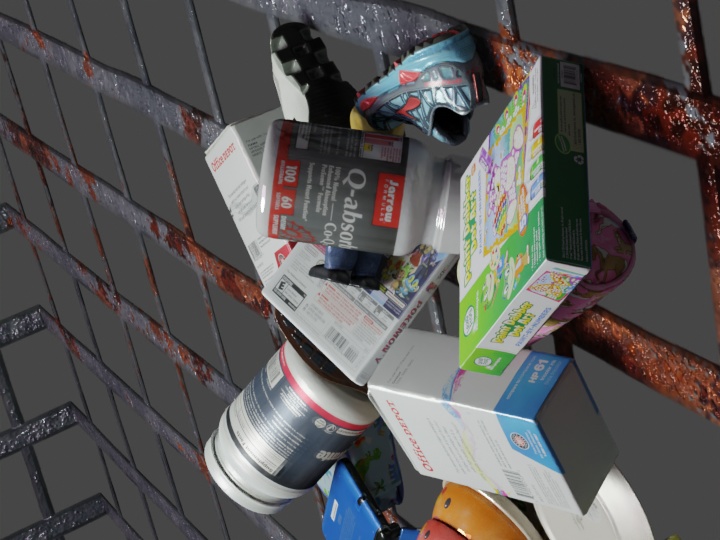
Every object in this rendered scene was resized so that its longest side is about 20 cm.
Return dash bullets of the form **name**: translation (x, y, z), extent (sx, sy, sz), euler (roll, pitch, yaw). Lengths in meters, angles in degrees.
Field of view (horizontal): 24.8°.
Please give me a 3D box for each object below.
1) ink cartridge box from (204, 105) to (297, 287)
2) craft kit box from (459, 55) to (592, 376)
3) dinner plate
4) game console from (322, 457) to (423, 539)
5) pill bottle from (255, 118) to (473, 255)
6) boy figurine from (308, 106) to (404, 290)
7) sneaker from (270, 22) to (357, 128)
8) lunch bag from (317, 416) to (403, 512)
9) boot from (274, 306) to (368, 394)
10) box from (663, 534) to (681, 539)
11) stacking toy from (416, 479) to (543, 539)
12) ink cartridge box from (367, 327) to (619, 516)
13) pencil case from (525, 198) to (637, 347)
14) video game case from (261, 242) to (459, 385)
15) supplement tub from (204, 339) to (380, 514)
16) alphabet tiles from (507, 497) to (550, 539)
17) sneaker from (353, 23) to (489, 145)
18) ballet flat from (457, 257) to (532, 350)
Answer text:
- **ink cartridge box**: translation (-0.098, -0.082, 1.971), extent (0.201, 0.083, 0.144), euler (64, 159, 2)
- **craft kit box**: translation (0.135, -0.043, 1.386), extent (0.198, 0.048, 0.201), euler (117, 159, -57)
- **dinner plate**: translation (0.224, 0.249, 1.642), extent (0.200, 0.024, 0.201), euler (42, 146, 38)
- **game console**: translation (0.048, 0.321, 2.008), extent (0.171, 0.118, 0.200), euler (57, 155, 26)
- **pill bottle**: translation (0.004, -0.077, 1.577), extent (0.116, 0.199, 0.117), euler (-172, 90, -90)
- **boy figurine**: translation (-0.001, -0.083, 1.676), extent (0.064, 0.124, 0.201), euler (12, 93, 53)
- **sneaker**: translation (-0.042, -0.169, 1.782), extent (0.089, 0.074, 0.201), euler (104, 147, -56)
- **lunch bag**: translation (-0.022, 0.206, 2.089), extent (0.161, 0.082, 0.201), euler (26, 135, 55)
- **boot**: translation (-0.016, 0.088, 1.871), extent (0.200, 0.075, 0.097), euler (37, -174, -10)
- **box**: translation (0.273, 0.339, 1.570), extent (0.050, 0.075, 0.201), euler (50, 152, 34)
- **stacking toy**: translation (0.092, 0.330, 1.765), extent (0.146, 0.200, 0.146), euler (39, 159, 18)
- **ink cartridge box**: translation (0.125, 0.141, 1.561), extent (0.199, 0.085, 0.145), euler (8, 142, 38)
- **pencil case**: translation (0.170, 0.005, 1.459), extent (0.083, 0.087, 0.200), euler (45, 155, 1)
- **video game case**: translation (0.000, 0.000, 1.743), extent (0.023, 0.183, 0.200), euler (33, -175, -43)
- **supplement tub**: translation (-0.078, 0.177, 1.932), extent (0.200, 0.140, 0.141), euler (-48, 61, 25)
- **alphabet tiles**: translation (0.189, 0.227, 1.735), extent (0.200, 0.008, 0.168), euler (17, 127, 61)
- **sneaker**: translation (0.059, -0.155, 1.555), extent (0.096, 0.079, 0.200), euler (63, 158, 2)
- **ballet flat**: translation (0.131, 0.051, 1.632), extent (0.069, 0.069, 0.201), euler (36, 142, 50)
